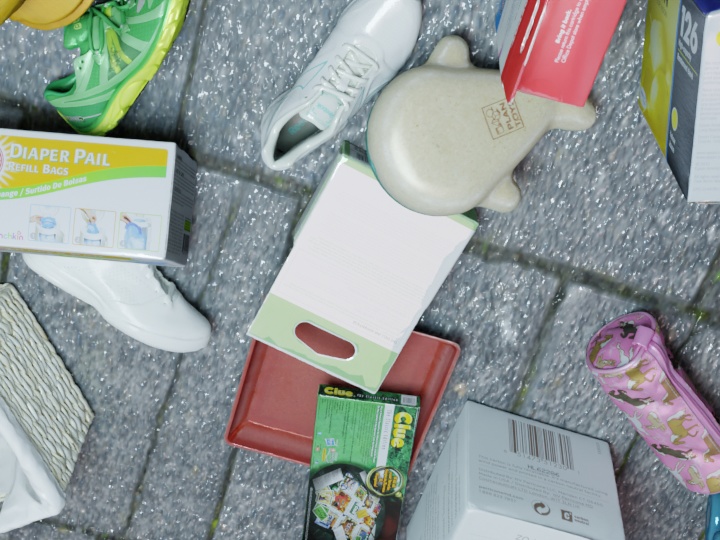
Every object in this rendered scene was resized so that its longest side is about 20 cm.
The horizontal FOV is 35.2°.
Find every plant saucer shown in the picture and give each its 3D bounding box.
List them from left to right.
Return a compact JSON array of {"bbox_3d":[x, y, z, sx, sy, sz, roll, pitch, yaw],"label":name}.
[{"bbox_3d":[-0.021,0.119,1.162,0.200,0.037,0.200,16,120,-5],"label":"plant saucer"}]

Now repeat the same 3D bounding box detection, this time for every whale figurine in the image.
[{"bbox_3d":[0.100,-0.126,0.986,0.200,0.104,0.159,-24,97,-8],"label":"whale figurine"}]

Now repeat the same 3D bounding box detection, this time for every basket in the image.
[{"bbox_3d":[-0.406,0.146,1.133,0.198,0.161,0.200,-18,118,14],"label":"basket"}]

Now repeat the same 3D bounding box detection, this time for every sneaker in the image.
[{"bbox_3d":[-0.207,-0.198,0.967,0.083,0.074,0.200,31,118,-18],"label":"sneaker"},{"bbox_3d":[-0.220,0.003,1.093,0.200,0.075,0.089,32,106,-13],"label":"sneaker"},{"bbox_3d":[-0.016,-0.159,0.974,0.070,0.080,0.200,36,115,-14],"label":"sneaker"}]

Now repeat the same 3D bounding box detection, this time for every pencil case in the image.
[{"bbox_3d":[0.303,0.131,1.120,0.086,0.083,0.200,-33,112,22],"label":"pencil case"}]

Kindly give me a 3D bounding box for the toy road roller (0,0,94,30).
[{"bbox_3d":[-0.290,-0.276,0.884,0.200,0.146,0.123,39,115,-18],"label":"toy road roller"}]

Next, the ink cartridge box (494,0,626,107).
[{"bbox_3d":[0.153,-0.204,0.864,0.067,0.200,0.116,14,121,-4],"label":"ink cartridge box"}]

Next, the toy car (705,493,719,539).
[{"bbox_3d":[0.448,0.217,1.122,0.184,0.177,0.200,6,109,14],"label":"toy car"}]

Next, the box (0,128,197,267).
[{"bbox_3d":[-0.257,-0.064,1.008,0.199,0.112,0.102,5,87,2],"label":"box"}]

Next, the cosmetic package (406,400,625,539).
[{"bbox_3d":[0.152,0.277,1.168,0.167,0.166,0.200,16,121,-6],"label":"cosmetic package"}]

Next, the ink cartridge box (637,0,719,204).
[{"bbox_3d":[0.256,-0.183,0.872,0.047,0.198,0.200,-3,120,5],"label":"ink cartridge box"}]

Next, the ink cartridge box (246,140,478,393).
[{"bbox_3d":[0.000,0.000,1.068,0.145,0.048,0.200,26,111,-12],"label":"ink cartridge box"}]

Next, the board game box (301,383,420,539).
[{"bbox_3d":[-0.002,0.208,1.180,0.105,0.023,0.200,9,121,1],"label":"board game box"}]
